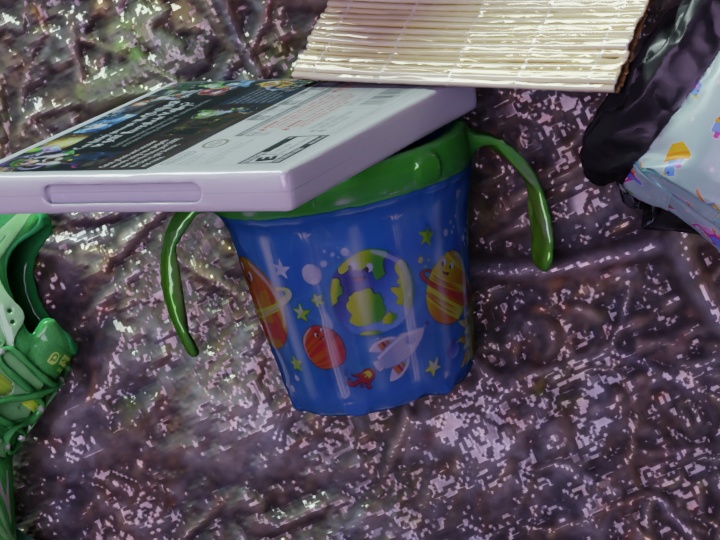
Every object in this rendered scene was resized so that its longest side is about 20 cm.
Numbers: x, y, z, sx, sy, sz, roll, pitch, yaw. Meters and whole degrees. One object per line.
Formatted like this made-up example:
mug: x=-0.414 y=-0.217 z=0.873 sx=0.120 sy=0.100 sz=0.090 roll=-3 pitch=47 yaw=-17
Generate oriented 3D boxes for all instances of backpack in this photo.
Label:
backpack: x=0.221 y=-0.055 z=1.444 sx=0.200 sy=0.127 sz=0.167 roll=37 pitch=99 yaw=8

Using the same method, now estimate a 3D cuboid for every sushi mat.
sushi mat: x=0.060 y=-0.131 z=1.487 sx=0.199 sy=0.012 sz=0.096 roll=5 pitch=64 yaw=37

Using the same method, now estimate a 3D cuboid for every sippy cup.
sippy cup: x=0.000 y=0.000 z=1.517 sx=0.177 sy=0.140 sz=0.131 roll=-6 pitch=103 yaw=26

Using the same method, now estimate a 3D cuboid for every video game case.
video game case: x=-0.065 y=-0.062 z=1.473 sx=0.181 sy=0.200 sz=0.023 roll=0 pitch=107 yaw=28

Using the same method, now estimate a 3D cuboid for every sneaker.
sneaker: x=-0.192 y=0.057 z=1.590 sx=0.083 sy=0.074 sz=0.201 roll=-3 pitch=81 yaw=7

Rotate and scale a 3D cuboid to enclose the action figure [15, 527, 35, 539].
action figure: x=-0.133 y=0.215 z=1.604 sx=0.199 sy=0.055 sz=0.119 roll=19 pitch=97 yaw=17
